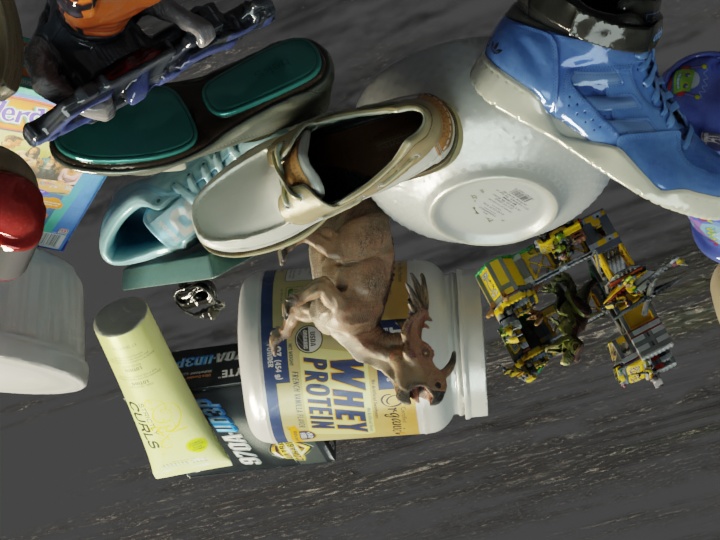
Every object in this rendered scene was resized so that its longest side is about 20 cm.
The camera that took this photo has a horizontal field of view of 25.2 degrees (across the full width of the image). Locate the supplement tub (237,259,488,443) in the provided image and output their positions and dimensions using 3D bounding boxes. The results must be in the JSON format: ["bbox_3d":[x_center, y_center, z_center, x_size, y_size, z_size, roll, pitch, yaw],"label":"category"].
[{"bbox_3d":[0.005,0.066,1.344,0.198,0.146,0.145,-4,150,4],"label":"supplement tub"}]

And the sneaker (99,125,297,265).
[{"bbox_3d":[-0.115,-0.052,1.178,0.199,0.082,0.074,-28,120,37],"label":"sneaker"}]

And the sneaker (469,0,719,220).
[{"bbox_3d":[0.181,-0.121,1.037,0.199,0.077,0.112,31,114,1],"label":"sneaker"}]

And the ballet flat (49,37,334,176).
[{"bbox_3d":[-0.108,-0.097,1.082,0.199,0.068,0.064,-21,152,-12],"label":"ballet flat"}]

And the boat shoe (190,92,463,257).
[{"bbox_3d":[-0.032,-0.069,1.076,0.199,0.075,0.068,-25,170,14],"label":"boat shoe"}]

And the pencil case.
[{"bbox_3d":[0.269,-0.077,1.173,0.086,0.078,0.200,22,163,29],"label":"pencil case"}]

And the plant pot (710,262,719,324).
[{"bbox_3d":[0.407,0.060,1.369,0.198,0.135,0.201,-2,151,-1],"label":"plant pot"}]

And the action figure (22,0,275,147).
[{"bbox_3d":[-0.138,-0.171,0.986,0.199,0.105,0.194,-32,163,-40],"label":"action figure"}]

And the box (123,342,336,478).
[{"bbox_3d":[-0.121,0.135,1.555,0.157,0.046,0.200,-7,149,10],"label":"box"}]

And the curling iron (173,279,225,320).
[{"bbox_3d":[-0.105,-0.020,1.300,0.050,0.026,0.200,41,139,2],"label":"curling iron"}]

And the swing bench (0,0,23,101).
[{"bbox_3d":[-0.340,-0.148,0.970,0.198,0.131,0.199,-25,150,34],"label":"swing bench"}]

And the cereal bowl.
[{"bbox_3d":[0.092,-0.077,1.164,0.198,0.084,0.201,-1,150,0],"label":"cereal bowl"}]

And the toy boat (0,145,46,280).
[{"bbox_3d":[-0.293,-0.004,0.984,0.198,0.132,0.131,3,154,-23],"label":"toy boat"}]

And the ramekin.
[{"bbox_3d":[-0.311,0.034,1.278,0.200,0.095,0.202,5,167,1],"label":"ramekin"}]

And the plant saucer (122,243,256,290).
[{"bbox_3d":[-0.123,-0.012,1.215,0.070,0.019,0.200,-31,-168,-25],"label":"plant saucer"}]

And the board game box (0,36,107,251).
[{"bbox_3d":[-0.255,-0.091,1.152,0.151,0.045,0.200,12,148,-23],"label":"board game box"}]

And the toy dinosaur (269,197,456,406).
[{"bbox_3d":[0.000,0.000,1.218,0.134,0.202,0.086,-5,-172,-13],"label":"toy dinosaur"}]

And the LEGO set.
[{"bbox_3d":[0.181,0.048,1.300,0.153,0.116,0.200,-24,155,-5],"label":"LEGO set"}]

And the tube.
[{"bbox_3d":[-0.179,0.113,1.442,0.058,0.052,0.201,23,144,39],"label":"tube"}]
